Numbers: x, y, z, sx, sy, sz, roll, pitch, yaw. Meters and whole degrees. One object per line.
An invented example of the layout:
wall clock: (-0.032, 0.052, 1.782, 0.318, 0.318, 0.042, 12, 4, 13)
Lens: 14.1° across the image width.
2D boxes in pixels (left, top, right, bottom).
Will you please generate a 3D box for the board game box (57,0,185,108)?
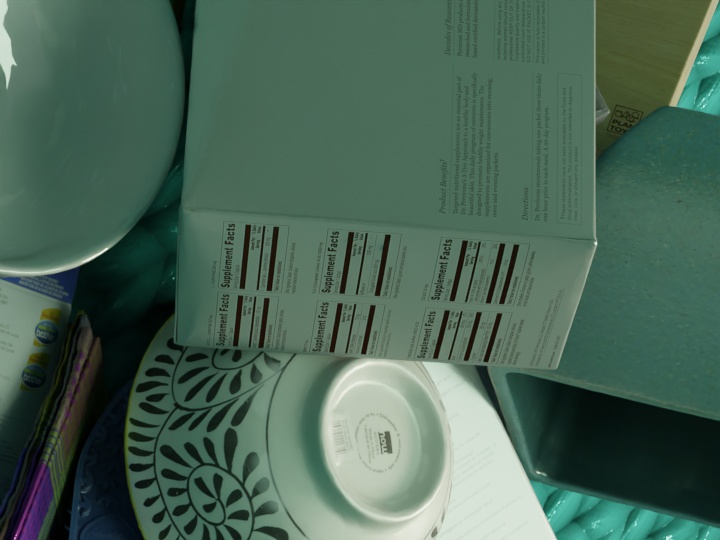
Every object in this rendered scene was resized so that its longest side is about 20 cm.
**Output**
board game box: (-0.130, -0.186, 1.488, 0.030, 0.095, 0.200, -1, 101, -77)

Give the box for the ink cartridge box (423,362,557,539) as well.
ink cartridge box: (-0.001, 0.135, 1.649, 0.198, 0.043, 0.200, -31, 111, -17)

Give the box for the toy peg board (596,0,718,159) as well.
toy peg board: (0.123, -0.159, 1.828, 0.098, 0.200, 0.199, 70, 41, -65)

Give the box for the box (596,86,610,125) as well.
box: (0.023, -0.139, 1.600, 0.200, 0.158, 0.048, 63, -5, 2)

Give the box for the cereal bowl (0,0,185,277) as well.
cereal bowl: (-0.187, -0.093, 1.406, 0.200, 0.083, 0.200, 4, 84, -39)

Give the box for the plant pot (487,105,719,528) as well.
plant pot: (0.203, 0.022, 1.681, 0.196, 0.196, 0.200, 67, 38, -65)

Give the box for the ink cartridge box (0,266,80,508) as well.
ink cartridge box: (-0.209, 0.068, 1.486, 0.119, 0.042, 0.200, 24, 81, -60)

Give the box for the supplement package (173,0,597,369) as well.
supplement package: (0.011, -0.069, 1.467, 0.147, 0.200, 0.191, 100, -7, -61)

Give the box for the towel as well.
towel: (-0.170, 0.135, 1.522, 0.144, 0.023, 0.200, 92, 14, -59)

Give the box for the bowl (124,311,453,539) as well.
bowl: (-0.016, 0.094, 1.523, 0.201, 0.094, 0.201, 12, 71, -38)

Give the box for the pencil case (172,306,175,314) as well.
pencil case: (-0.074, 0.114, 1.679, 0.087, 0.078, 0.200, 0, 100, -30)

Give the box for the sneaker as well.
sneaker: (-0.130, 0.150, 1.538, 0.078, 0.070, 0.200, 118, -9, -63)

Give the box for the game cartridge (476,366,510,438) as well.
game cartridge: (0.072, 0.022, 1.828, 0.133, 0.041, 0.200, 28, 33, -60)
